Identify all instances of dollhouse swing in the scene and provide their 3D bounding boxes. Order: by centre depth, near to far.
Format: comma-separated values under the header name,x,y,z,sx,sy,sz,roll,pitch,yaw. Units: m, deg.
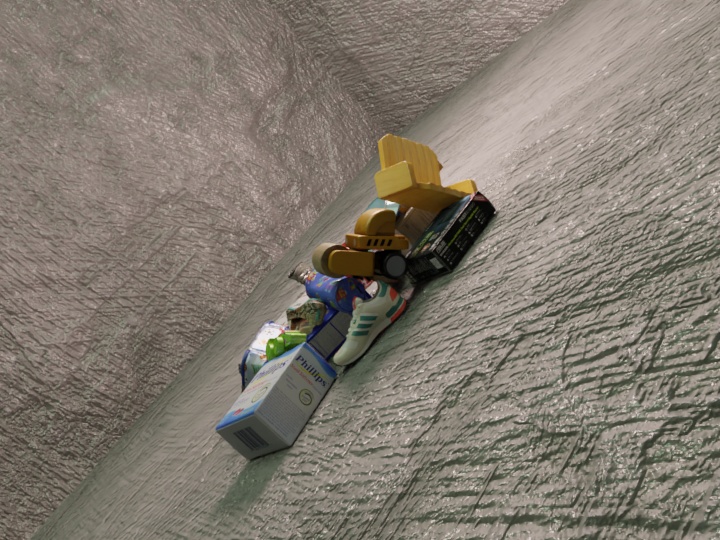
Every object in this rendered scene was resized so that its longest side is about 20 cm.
name,x,y,z,sx,sy,sz,roll,pitch,yaw
dollhouse swing,0.153,-0.236,1.665,0.182,0.199,0.177,-14,69,56

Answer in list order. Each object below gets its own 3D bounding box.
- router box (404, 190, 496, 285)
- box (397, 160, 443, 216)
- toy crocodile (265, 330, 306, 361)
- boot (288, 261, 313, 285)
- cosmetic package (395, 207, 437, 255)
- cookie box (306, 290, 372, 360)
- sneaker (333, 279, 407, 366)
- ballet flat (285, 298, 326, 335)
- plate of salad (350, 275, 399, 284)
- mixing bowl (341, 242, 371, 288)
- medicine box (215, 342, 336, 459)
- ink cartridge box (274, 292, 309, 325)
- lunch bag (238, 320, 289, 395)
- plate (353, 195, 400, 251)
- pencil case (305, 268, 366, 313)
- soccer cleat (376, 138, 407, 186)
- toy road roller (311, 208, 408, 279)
name,x,y,z,sx,sy,sz,roll,pitch,yaw
router box,0.183,-0.069,1.568,0.200,0.062,0.150,-50,11,-28
box,0.112,-0.190,1.813,0.200,0.041,0.119,-51,13,-22
toy crocodile,-0.166,0.163,1.621,0.200,0.067,0.062,138,130,-64
boot,-0.125,0.015,2.114,0.068,0.130,0.200,-54,-7,18
cosmetic package,0.139,-0.109,1.773,0.087,0.103,0.200,-33,14,49
cookie box,-0.065,0.118,1.737,0.200,0.075,0.171,-45,14,-5
sneaker,0.000,0.105,1.510,0.200,0.093,0.070,-45,11,-4
ballet flat,-0.130,0.112,1.658,0.200,0.068,0.076,158,123,-67
plate of salad,0.000,0.000,1.712,0.200,0.199,0.048,-166,90,-77
mixing bowl,-0.026,-0.013,1.999,0.200,0.108,0.200,-42,12,11
medicine box,-0.173,0.271,1.506,0.182,0.103,0.200,-32,18,48
ink cartridge box,-0.177,0.153,1.994,0.200,0.084,0.146,-50,12,-22
lunch bag,-0.230,0.232,1.781,0.200,0.075,0.161,-57,-24,-53
plate,0.031,-0.119,1.744,0.200,0.026,0.201,-48,23,28
pencil case,-0.057,0.042,1.634,0.087,0.078,0.200,-40,21,-15
soccer cleat,0.081,-0.265,1.814,0.070,0.086,0.200,-29,10,40
toy road roller,0.004,-0.059,1.535,0.123,0.199,0.147,-166,77,-71
